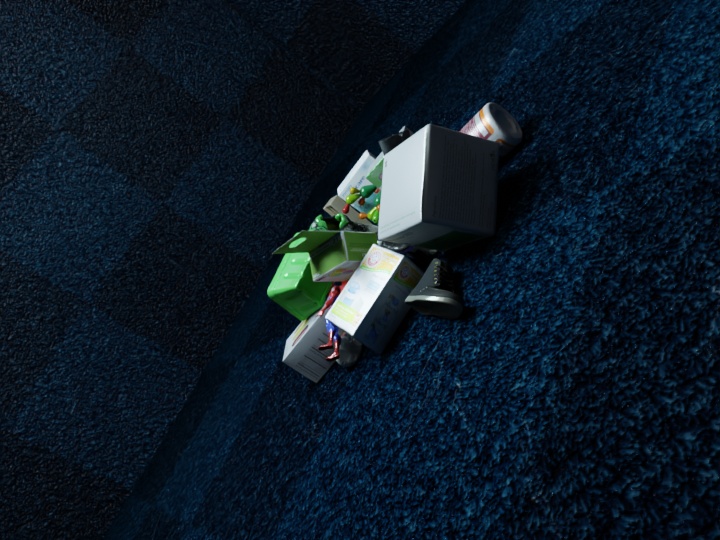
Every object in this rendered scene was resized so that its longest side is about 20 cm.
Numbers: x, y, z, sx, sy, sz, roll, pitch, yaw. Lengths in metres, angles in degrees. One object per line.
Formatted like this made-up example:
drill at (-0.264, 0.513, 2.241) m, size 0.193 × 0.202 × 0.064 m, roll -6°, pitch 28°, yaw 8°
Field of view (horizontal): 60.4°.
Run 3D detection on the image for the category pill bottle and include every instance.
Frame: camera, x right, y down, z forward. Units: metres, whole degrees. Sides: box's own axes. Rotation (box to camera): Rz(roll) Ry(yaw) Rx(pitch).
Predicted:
pill bottle at (0.260, -0.272, 1.407) m, size 0.200 × 0.114 × 0.114 m, roll -43°, pitch 19°, yaw 38°

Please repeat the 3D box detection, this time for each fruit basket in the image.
fruit basket at (-0.154, 0.022, 1.598) m, size 0.215 × 0.155 × 0.216 m, roll -35°, pitch 32°, yaw 26°

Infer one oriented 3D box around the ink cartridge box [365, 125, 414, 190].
ink cartridge box at (0.137, -0.234, 1.543) m, size 0.146 × 0.200 × 0.084 m, roll -45°, pitch 14°, yaw 32°

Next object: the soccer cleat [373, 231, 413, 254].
soccer cleat at (0.073, -0.048, 1.441) m, size 0.068 × 0.073 × 0.200 m, roll -40°, pitch 19°, yaw -21°

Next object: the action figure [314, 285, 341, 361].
action figure at (-0.064, 0.110, 1.411) m, size 0.052 × 0.065 × 0.200 m, roll -16°, pitch 41°, yaw 23°

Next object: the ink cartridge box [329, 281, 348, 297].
ink cartridge box at (0.000, 0.000, 1.570) m, size 0.176 × 0.045 × 0.200 m, roll -12°, pitch 20°, yaw 1°

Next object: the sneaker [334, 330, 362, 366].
sneaker at (-0.011, 0.131, 1.459) m, size 0.200 × 0.077 × 0.082 m, roll -59°, pitch 9°, yaw -15°

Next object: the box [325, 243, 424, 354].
box at (0.036, 0.059, 1.341) m, size 0.112 × 0.101 × 0.200 m, roll 26°, pitch 81°, yaw 50°

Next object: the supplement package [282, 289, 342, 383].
supplement package at (-0.094, 0.163, 1.568) m, size 0.200 × 0.109 × 0.114 m, roll -51°, pitch 14°, yaw 16°

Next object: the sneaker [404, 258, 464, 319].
sneaker at (0.151, 0.027, 1.168) m, size 0.106 × 0.075 × 0.200 m, roll -60°, pitch 14°, yaw -9°

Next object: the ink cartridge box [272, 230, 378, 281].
ink cartridge box at (-0.077, -0.030, 1.398) m, size 0.148 × 0.199 × 0.076 m, roll -29°, pitch 68°, yaw 49°

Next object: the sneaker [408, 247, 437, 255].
sneaker at (0.125, -0.086, 1.479) m, size 0.074 × 0.088 × 0.200 m, roll -59°, pitch 14°, yaw -8°

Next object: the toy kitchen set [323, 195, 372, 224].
toy kitchen set at (-0.083, -0.094, 1.950) m, size 0.200 × 0.180 × 0.163 m, roll -54°, pitch 13°, yaw -12°

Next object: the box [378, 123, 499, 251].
box at (0.156, -0.159, 1.260) m, size 0.199 × 0.171 × 0.201 m, roll 161°, pitch 116°, yaw -65°

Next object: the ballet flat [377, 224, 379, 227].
ballet flat at (0.082, -0.103, 1.576) m, size 0.075 × 0.068 × 0.200 m, roll -61°, pitch 8°, yaw -30°

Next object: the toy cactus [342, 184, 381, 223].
toy cactus at (0.050, -0.210, 1.668) m, size 0.199 × 0.102 × 0.166 m, roll 7°, pitch 79°, yaw 35°

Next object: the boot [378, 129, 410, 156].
boot at (0.088, -0.206, 1.406) m, size 0.065 × 0.201 × 0.165 m, roll -6°, pitch 19°, yaw 27°

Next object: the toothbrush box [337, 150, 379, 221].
toothbrush box at (0.054, -0.222, 1.767) m, size 0.147 × 0.200 × 0.085 m, roll -51°, pitch 15°, yaw 13°

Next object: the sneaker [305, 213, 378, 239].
sneaker at (-0.031, -0.094, 1.518) m, size 0.078 × 0.199 × 0.085 m, roll 64°, pitch 141°, yaw 35°
